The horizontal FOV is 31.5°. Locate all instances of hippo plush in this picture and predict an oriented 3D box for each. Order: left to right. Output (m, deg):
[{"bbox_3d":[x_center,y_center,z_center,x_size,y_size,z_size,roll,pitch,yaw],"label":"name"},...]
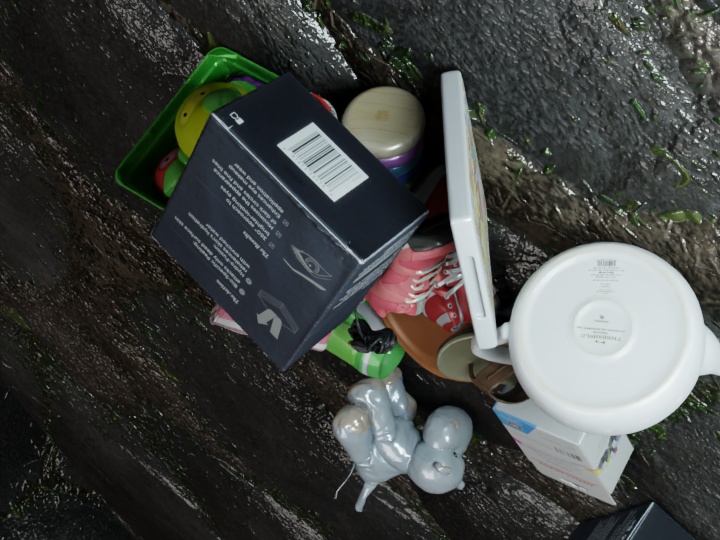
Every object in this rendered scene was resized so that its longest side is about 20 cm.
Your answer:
[{"bbox_3d":[0.061,0.235,1.723,0.160,0.201,0.159,13,165,32],"label":"hippo plush"}]

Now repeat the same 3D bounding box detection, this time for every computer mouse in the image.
[{"bbox_3d":[0.000,0.000,1.522,0.110,0.044,0.201,173,86,-73],"label":"computer mouse"}]

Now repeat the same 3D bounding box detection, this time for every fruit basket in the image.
[{"bbox_3d":[-0.164,-0.151,1.402,0.155,0.216,0.216,30,152,23],"label":"fruit basket"}]

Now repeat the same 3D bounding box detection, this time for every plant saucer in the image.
[{"bbox_3d":[0.078,0.056,1.534,0.200,0.037,0.200,43,155,26],"label":"plant saucer"}]

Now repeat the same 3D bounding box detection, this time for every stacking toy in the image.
[{"bbox_3d":[0.030,-0.104,1.359,0.085,0.085,0.200,31,156,21],"label":"stacking toy"}]

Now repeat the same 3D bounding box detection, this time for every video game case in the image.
[{"bbox_3d":[0.104,-0.058,1.219,0.023,0.200,0.182,-8,138,8],"label":"video game case"}]

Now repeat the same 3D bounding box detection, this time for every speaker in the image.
[{"bbox_3d":[-0.036,0.063,1.689,0.200,0.088,0.089,31,152,22],"label":"speaker"}]

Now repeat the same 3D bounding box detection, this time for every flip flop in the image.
[{"bbox_3d":[0.171,0.118,1.399,0.199,0.058,0.081,16,137,26],"label":"flip flop"}]

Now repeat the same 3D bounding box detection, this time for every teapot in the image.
[{"bbox_3d":[0.238,0.075,1.245,0.200,0.197,0.146,49,179,23],"label":"teapot"}]

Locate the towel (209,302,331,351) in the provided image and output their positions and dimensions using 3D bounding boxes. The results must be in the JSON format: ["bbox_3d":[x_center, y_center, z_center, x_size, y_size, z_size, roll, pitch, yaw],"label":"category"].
[{"bbox_3d":[-0.073,-0.013,1.452,0.146,0.201,0.030,17,-169,-23],"label":"towel"}]

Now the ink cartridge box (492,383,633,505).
[{"bbox_3d":[0.245,0.194,1.496,0.115,0.068,0.200,21,161,33],"label":"ink cartridge box"}]

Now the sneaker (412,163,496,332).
[{"bbox_3d":[0.097,-0.017,1.372,0.112,0.071,0.200,37,143,22],"label":"sneaker"}]

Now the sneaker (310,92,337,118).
[{"bbox_3d":[-0.051,-0.147,1.349,0.202,0.067,0.108,-108,2,-59],"label":"sneaker"}]

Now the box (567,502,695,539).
[{"bbox_3d":[0.368,0.418,1.635,0.200,0.124,0.197,42,153,-2],"label":"box"}]

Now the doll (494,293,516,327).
[{"bbox_3d":[0.198,0.065,1.415,0.136,0.048,0.200,42,154,1],"label":"doll"}]

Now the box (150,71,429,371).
[{"bbox_3d":[-0.073,-0.046,1.233,0.197,0.117,0.200,45,137,8],"label":"box"}]

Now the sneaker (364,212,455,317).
[{"bbox_3d":[0.055,0.000,1.305,0.087,0.074,0.200,65,154,-1],"label":"sneaker"}]
